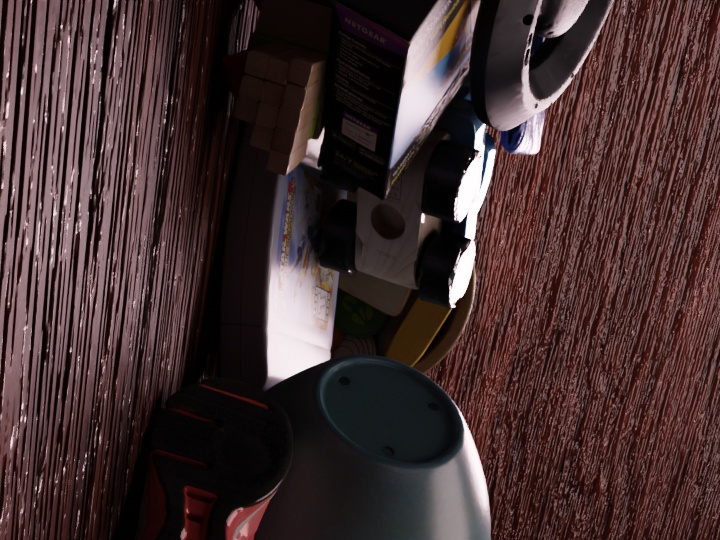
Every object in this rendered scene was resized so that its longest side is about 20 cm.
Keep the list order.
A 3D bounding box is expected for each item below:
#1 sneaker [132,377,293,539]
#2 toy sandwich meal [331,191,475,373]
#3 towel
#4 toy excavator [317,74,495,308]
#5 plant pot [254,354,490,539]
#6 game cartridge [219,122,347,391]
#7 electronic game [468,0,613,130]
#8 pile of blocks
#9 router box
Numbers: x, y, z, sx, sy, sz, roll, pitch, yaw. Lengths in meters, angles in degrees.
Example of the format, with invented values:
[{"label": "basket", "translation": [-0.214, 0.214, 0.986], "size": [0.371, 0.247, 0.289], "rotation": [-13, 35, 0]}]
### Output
[{"label": "sneaker", "translation": [-0.090, 0.138, 0.576], "size": [0.202, 0.073, 0.087], "rotation": [-76, -167, -49]}, {"label": "toy sandwich meal", "translation": [0.000, 0.000, 0.896], "size": [0.070, 0.202, 0.209], "rotation": [-34, 136, -72]}, {"label": "towel", "translation": [0.135, -0.159, 0.864], "size": [0.200, 0.023, 0.148], "rotation": [-21, 120, -75]}, {"label": "toy excavator", "translation": [0.057, -0.105, 0.793], "size": [0.200, 0.098, 0.197], "rotation": [-50, 149, -50]}, {"label": "plant pot", "translation": [-0.004, 0.131, 0.682], "size": [0.201, 0.197, 0.136], "rotation": [-79, -171, -57]}, {"label": "game cartridge", "translation": [-0.049, -0.014, 0.771], "size": [0.133, 0.041, 0.204], "rotation": [34, 60, -73]}, {"label": "electronic game", "translation": [0.118, -0.179, 0.690], "size": [0.201, 0.041, 0.202], "rotation": [-51, 156, -33]}, {"label": "pile of blocks", "translation": [-0.039, -0.130, 0.656], "size": [0.201, 0.061, 0.083], "rotation": [-68, 174, -47]}, {"label": "router box", "translation": [0.048, -0.161, 0.663], "size": [0.201, 0.051, 0.150], "rotation": [-58, 169, -25]}]
